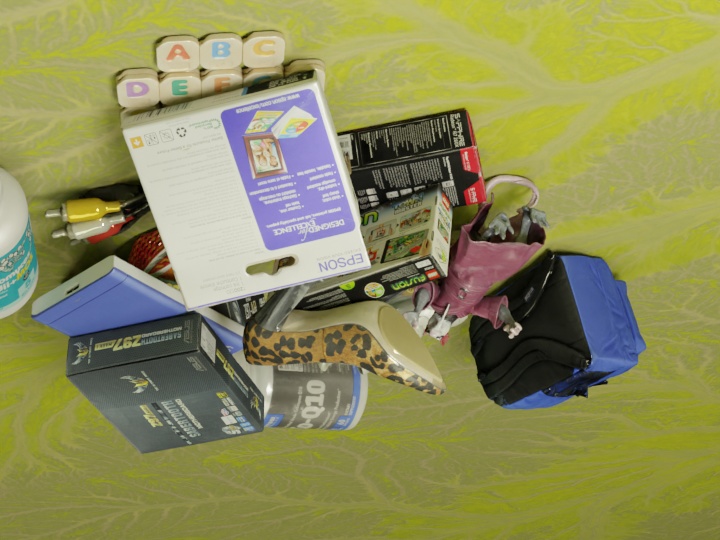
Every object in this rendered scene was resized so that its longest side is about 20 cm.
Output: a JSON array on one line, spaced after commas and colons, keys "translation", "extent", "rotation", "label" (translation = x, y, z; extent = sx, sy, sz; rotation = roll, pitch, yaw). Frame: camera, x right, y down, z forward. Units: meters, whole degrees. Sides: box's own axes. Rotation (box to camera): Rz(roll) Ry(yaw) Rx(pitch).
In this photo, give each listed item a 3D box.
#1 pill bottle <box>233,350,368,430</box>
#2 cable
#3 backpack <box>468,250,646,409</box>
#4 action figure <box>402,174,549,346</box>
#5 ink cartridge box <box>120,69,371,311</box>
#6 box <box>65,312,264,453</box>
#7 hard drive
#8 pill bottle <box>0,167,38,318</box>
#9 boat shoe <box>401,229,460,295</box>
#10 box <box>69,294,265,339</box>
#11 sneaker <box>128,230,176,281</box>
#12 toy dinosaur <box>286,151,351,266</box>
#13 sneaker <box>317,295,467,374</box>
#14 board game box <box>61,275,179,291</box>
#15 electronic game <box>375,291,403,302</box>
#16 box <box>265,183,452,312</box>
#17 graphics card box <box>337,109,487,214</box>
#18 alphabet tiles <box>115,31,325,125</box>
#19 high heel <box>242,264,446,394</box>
[{"translation": [-0.100, 0.150, 1.988], "extent": [0.198, 0.115, 0.114], "rotation": [5, 151, -25], "label": "pill bottle"}, {"translation": [-0.225, -0.065, 1.589], "extent": [0.198, 0.051, 0.097], "rotation": [-11, 155, 9], "label": "cable"}, {"translation": [0.248, 0.094, 1.922], "extent": [0.167, 0.164, 0.199], "rotation": [11, 148, -40], "label": "backpack"}, {"translation": [0.114, 0.002, 1.679], "extent": [0.133, 0.150, 0.201], "rotation": [17, 132, -21], "label": "action figure"}, {"translation": [-0.106, -0.075, 1.459], "extent": [0.196, 0.043, 0.202], "rotation": [-12, 115, 9], "label": "ink cartridge box"}, {"translation": [-0.211, 0.129, 1.671], "extent": [0.156, 0.051, 0.200], "rotation": [-10, 145, 13], "label": "box"}, {"translation": [-0.235, 0.058, 1.635], "extent": [0.131, 0.026, 0.199], "rotation": [-27, 139, 31], "label": "hard drive"}, {"translation": [-0.388, -0.037, 1.532], "extent": [0.110, 0.112, 0.200], "rotation": [-4, 154, -8], "label": "pill bottle"}, {"translation": [0.075, -0.008, 1.748], "extent": [0.198, 0.075, 0.066], "rotation": [-12, -164, -9], "label": "boat shoe"}, {"translation": [-0.222, 0.066, 1.787], "extent": [0.198, 0.044, 0.160], "rotation": [-14, -178, 12], "label": "box"}, {"translation": [-0.162, -0.027, 1.676], "extent": [0.198, 0.074, 0.077], "rotation": [-11, 159, 30], "label": "sneaker"}, {"translation": [-0.061, -0.086, 1.517], "extent": [0.100, 0.058, 0.201], "rotation": [-5, 125, 15], "label": "toy dinosaur"}, {"translation": [0.035, 0.079, 1.843], "extent": [0.198, 0.100, 0.075], "rotation": [-8, 151, 4], "label": "sneaker"}, {"translation": [-0.264, 0.024, 1.703], "extent": [0.104, 0.024, 0.200], "rotation": [15, 169, -22], "label": "board game box"}, {"translation": [0.000, 0.000, 1.661], "extent": [0.198, 0.200, 0.042], "rotation": [-19, 114, 21], "label": "electronic game"}, {"translation": [-0.001, -0.013, 1.575], "extent": [0.198, 0.111, 0.035], "rotation": [-18, 128, 24], "label": "box"}, {"translation": [0.028, -0.101, 1.591], "extent": [0.198, 0.051, 0.126], "rotation": [-12, 154, 6], "label": "graphics card box"}, {"translation": [-0.133, -0.165, 1.457], "extent": [0.198, 0.015, 0.196], "rotation": [-4, 153, -8], "label": "alphabet tiles"}, {"translation": [-0.020, 0.091, 1.543], "extent": [0.199, 0.072, 0.143], "rotation": [38, 122, -4], "label": "high heel"}]
